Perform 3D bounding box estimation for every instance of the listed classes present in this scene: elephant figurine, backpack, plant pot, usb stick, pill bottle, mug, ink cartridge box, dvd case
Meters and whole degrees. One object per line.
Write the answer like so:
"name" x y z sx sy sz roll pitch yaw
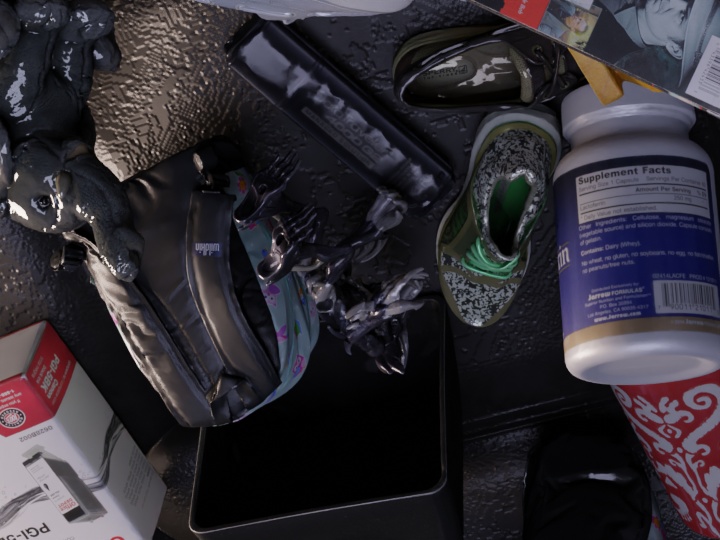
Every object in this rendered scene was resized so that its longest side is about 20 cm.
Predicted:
"elephant figurine" -0.233 -0.087 1.275 0.141 0.155 0.201 -4 90 -11
"backpack" 0.189 0.250 1.471 0.126 0.167 0.200 7 138 15
"plant pot" -0.005 0.165 1.431 0.199 0.200 0.178 -11 134 13
"usb stick" -0.014 -0.114 1.330 0.200 0.033 0.055 39 112 -19
"pill bottle" 0.194 -0.028 1.258 0.115 0.201 0.116 -2 164 -1
"mug" 0.285 0.101 1.380 0.177 0.134 0.200 -7 128 29
"backpack" -0.114 0.013 1.350 0.167 0.127 0.200 -24 95 29
"ink cartridge box" -0.278 0.161 1.510 0.146 0.083 0.200 -22 118 18
"dvd case" 0.171 -0.202 1.129 0.200 0.022 0.146 27 107 15

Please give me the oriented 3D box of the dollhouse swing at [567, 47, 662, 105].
"dollhouse swing" 0.191 -0.252 1.143 0.200 0.182 0.176 -25 138 21

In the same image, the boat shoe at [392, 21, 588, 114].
"boat shoe" 0.119 -0.145 1.274 0.199 0.065 0.073 -14 121 14

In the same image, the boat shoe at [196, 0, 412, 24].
"boat shoe" -0.061 -0.206 1.256 0.199 0.072 0.069 6 146 -6

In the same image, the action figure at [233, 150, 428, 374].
"action figure" 0.000 0.000 1.306 0.102 0.119 0.200 -36 138 12

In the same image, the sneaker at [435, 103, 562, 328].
"sneaker" 0.097 -0.026 1.340 0.077 0.089 0.200 11 128 1
